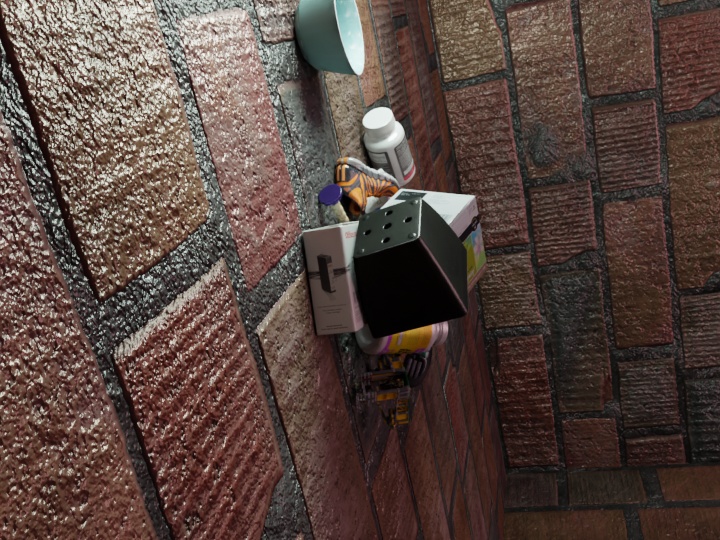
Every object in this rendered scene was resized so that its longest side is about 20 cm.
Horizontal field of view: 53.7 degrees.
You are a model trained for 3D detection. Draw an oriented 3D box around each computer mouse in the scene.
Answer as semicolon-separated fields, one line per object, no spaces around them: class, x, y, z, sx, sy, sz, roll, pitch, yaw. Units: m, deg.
computer mouse;0.130;0.229;1.856;0.202;0.139;0.046;-68;-153;19

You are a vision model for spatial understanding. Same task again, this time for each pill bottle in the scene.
pill bottle;0.072;-0.325;1.879;0.201;0.109;0.112;66;23;-46
pill bottle;0.093;0.125;1.522;0.198;0.104;0.106;3;77;-36

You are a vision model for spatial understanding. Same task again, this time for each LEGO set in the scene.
LEGO set;0.036;0.244;1.560;0.155;0.114;0.202;93;-12;-54

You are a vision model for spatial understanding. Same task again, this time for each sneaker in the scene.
sneaker;0.011;-0.175;1.630;0.198;0.077;0.114;16;74;-42
sneaker;0.152;0.168;1.790;0.088;0.074;0.202;79;34;-87

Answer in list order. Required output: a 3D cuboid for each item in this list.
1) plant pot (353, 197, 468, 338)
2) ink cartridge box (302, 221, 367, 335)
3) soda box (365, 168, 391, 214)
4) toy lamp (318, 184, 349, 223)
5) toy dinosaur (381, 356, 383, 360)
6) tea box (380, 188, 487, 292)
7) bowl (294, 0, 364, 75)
plant pot;0.085;-0.019;1.373;0.178;0.198;0.201;59;25;-33
ink cartridge box;-0.041;0.011;1.382;0.144;0.083;0.203;-22;105;-74
soda box;0.053;-0.144;1.734;0.064;0.067;0.202;38;35;-51
toy lamp;-0.033;-0.097;1.516;0.201;0.057;0.059;61;27;-47
toy dinosaur;0.074;0.211;1.777;0.101;0.057;0.203;-90;178;-69
tea box;0.157;-0.059;1.589;0.134;0.198;0.199;-46;132;-37
bowl;-0.069;-0.498;1.471;0.201;0.103;0.204;-7;90;-74
